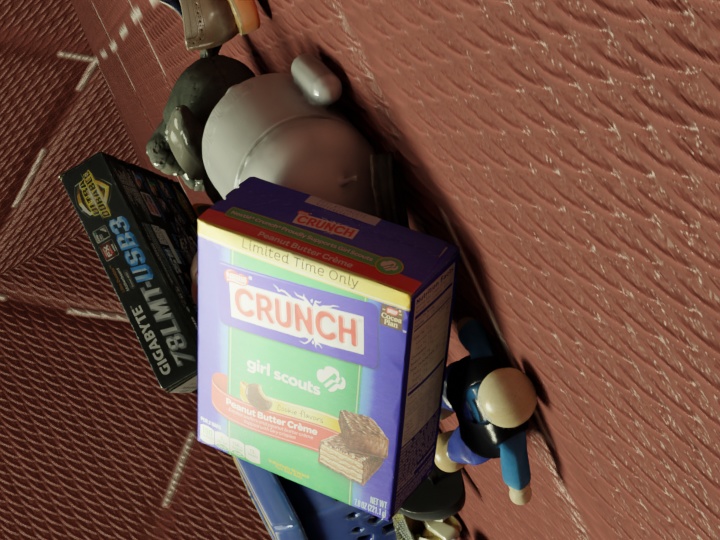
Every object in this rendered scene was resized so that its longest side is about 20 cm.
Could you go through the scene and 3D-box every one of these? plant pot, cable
[{"bbox_3d":[-0.039,0.240,2.005,0.201,0.179,0.201,58,170,34],"label":"plant pot"},{"bbox_3d":[0.021,0.003,1.268,0.200,0.050,0.098,67,-156,-51],"label":"cable"}]

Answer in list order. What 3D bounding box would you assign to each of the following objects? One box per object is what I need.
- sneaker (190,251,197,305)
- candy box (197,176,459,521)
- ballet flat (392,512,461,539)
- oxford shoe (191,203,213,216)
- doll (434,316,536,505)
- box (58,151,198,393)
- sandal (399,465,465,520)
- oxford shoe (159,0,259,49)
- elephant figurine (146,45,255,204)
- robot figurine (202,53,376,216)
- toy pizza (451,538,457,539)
[{"bbox_3d":[-0.072,0.025,1.371,0.200,0.104,0.076,50,162,53],"label":"sneaker"},{"bbox_3d":[-0.027,0.055,1.219,0.168,0.077,0.201,19,126,22],"label":"candy box"},{"bbox_3d":[0.068,0.253,1.790,0.072,0.072,0.201,54,169,48],"label":"ballet flat"},{"bbox_3d":[-0.102,-0.007,1.698,0.199,0.073,0.071,19,-156,-36],"label":"oxford shoe"},{"bbox_3d":[0.088,0.102,1.224,0.200,0.048,0.137,128,124,-74],"label":"doll"},{"bbox_3d":[-0.157,0.007,1.457,0.201,0.049,0.198,62,-171,10],"label":"box"},{"bbox_3d":[0.032,0.154,1.641,0.201,0.076,0.043,58,174,33],"label":"sandal"},{"bbox_3d":[-0.159,-0.275,1.452,0.201,0.073,0.071,60,172,21],"label":"oxford shoe"},{"bbox_3d":[-0.111,-0.105,1.570,0.155,0.141,0.200,44,-175,-28],"label":"elephant figurine"},{"bbox_3d":[-0.052,-0.077,1.310,0.200,0.112,0.171,-130,48,-57],"label":"robot figurine"},{"bbox_3d":[0.146,0.352,1.714,0.201,0.032,0.200,60,171,16],"label":"toy pizza"}]
